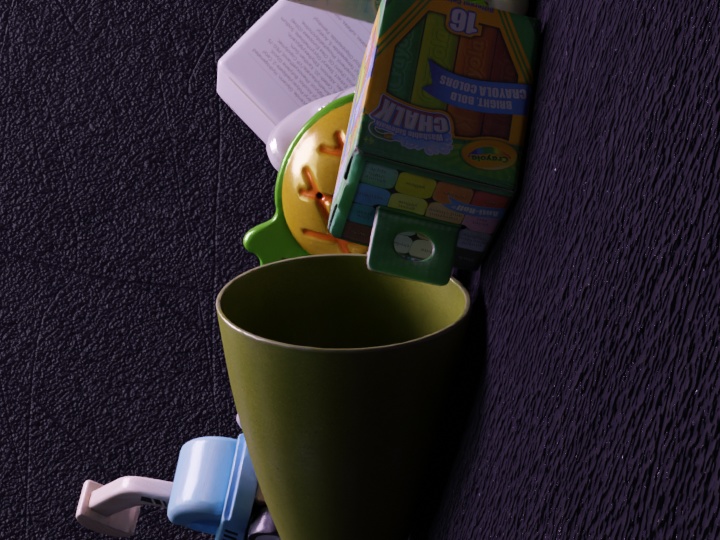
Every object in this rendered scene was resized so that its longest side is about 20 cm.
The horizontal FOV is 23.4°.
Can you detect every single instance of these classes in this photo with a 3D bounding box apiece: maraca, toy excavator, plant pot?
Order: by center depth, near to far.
[{"bbox_3d":[-0.011,0.114,1.294,0.187,0.185,0.202,-88,-2,-69],"label":"plant pot"},{"bbox_3d":[-0.010,-0.054,1.422,0.201,0.136,0.107,-55,13,14],"label":"maraca"},{"bbox_3d":[-0.147,0.197,1.535,0.195,0.198,0.101,112,172,-61],"label":"toy excavator"}]

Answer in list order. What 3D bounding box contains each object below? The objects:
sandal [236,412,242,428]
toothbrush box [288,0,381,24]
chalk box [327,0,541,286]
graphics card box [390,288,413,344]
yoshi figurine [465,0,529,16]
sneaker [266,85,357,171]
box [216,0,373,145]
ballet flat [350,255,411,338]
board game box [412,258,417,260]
[{"bbox_3d":[-0.024,0.074,1.520,0.050,0.202,0.083,55,178,35],"label":"sandal"},{"bbox_3d":[0.035,-0.259,1.509,0.147,0.198,0.086,-88,13,-73],"label":"toothbrush box"},{"bbox_3d":[0.051,-0.087,1.291,0.124,0.123,0.202,111,170,-60],"label":"chalk box"},{"bbox_3d":[0.031,0.100,1.425,0.126,0.050,0.202,-98,22,-79],"label":"graphics card box"},{"bbox_3d":[0.094,-0.241,1.342,0.113,0.111,0.202,-95,15,-55],"label":"yoshi figurine"},{"bbox_3d":[0.013,-0.142,1.476,0.089,0.198,0.076,97,150,-66],"label":"sneaker"},{"bbox_3d":[-0.034,-0.196,1.877,0.171,0.200,0.199,-44,3,-5],"label":"box"},{"bbox_3d":[-0.012,0.050,1.411,0.068,0.062,0.201,-82,9,-53],"label":"ballet flat"},{"bbox_3d":[0.039,-0.094,1.572,0.103,0.104,0.202,122,160,-75],"label":"board game box"}]
